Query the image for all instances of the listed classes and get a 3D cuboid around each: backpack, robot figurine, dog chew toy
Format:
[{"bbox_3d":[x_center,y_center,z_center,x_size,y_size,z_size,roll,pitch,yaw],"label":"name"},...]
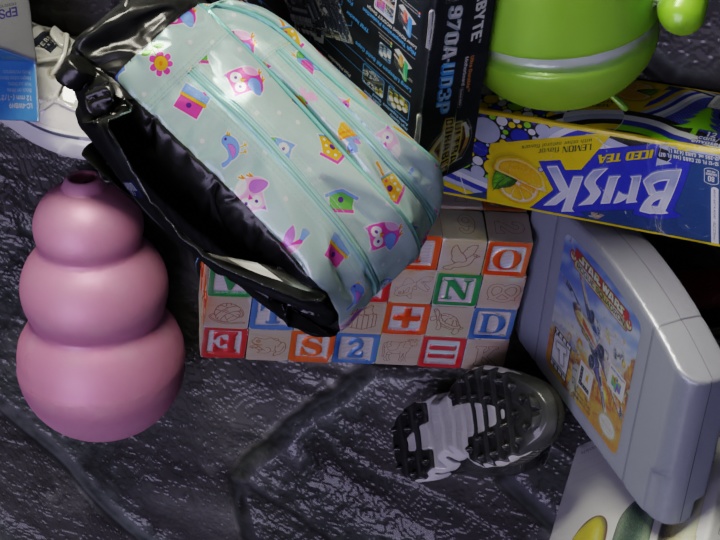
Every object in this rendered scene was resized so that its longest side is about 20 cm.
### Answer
[{"bbox_3d":[-0.056,-0.060,1.114,0.200,0.127,0.167,42,175,6],"label":"backpack"},{"bbox_3d":[0.107,-0.175,1.135,0.175,0.116,0.200,10,129,21],"label":"robot figurine"},{"bbox_3d":[-0.191,0.023,1.488,0.124,0.125,0.200,13,123,25],"label":"dog chew toy"}]

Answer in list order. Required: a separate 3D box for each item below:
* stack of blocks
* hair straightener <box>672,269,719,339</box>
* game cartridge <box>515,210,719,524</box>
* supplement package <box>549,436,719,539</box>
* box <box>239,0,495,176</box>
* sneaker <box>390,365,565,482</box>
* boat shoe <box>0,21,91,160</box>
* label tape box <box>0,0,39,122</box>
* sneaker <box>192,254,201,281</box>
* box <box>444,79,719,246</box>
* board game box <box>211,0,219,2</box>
[{"bbox_3d":[0.000,0.000,1.317,0.200,0.059,0.115,2,133,-8],"label":"stack of blocks"},{"bbox_3d":[0.249,0.031,1.270,0.200,0.041,0.077,-6,126,31],"label":"hair straightener"},{"bbox_3d":[0.153,0.040,1.247,0.200,0.041,0.133,-124,26,-45],"label":"game cartridge"},{"bbox_3d":[0.213,0.207,1.290,0.151,0.200,0.152,41,137,-21],"label":"supplement package"},{"bbox_3d":[-0.006,-0.166,1.161,0.200,0.046,0.159,45,146,33],"label":"box"},{"bbox_3d":[0.098,0.100,1.368,0.200,0.090,0.067,151,114,-64],"label":"sneaker"},{"bbox_3d":[-0.217,-0.136,1.414,0.200,0.072,0.066,26,139,25],"label":"boat shoe"},{"bbox_3d":[-0.291,-0.194,1.364,0.143,0.066,0.200,6,106,38],"label":"label tape box"},{"bbox_3d":[-0.050,-0.050,1.372,0.200,0.070,0.078,-49,57,30],"label":"sneaker"},{"bbox_3d":[0.133,-0.075,1.234,0.200,0.064,0.070,13,129,26],"label":"box"},{"bbox_3d":[-0.122,-0.232,1.300,0.200,0.028,0.135,35,136,4],"label":"board game box"}]
